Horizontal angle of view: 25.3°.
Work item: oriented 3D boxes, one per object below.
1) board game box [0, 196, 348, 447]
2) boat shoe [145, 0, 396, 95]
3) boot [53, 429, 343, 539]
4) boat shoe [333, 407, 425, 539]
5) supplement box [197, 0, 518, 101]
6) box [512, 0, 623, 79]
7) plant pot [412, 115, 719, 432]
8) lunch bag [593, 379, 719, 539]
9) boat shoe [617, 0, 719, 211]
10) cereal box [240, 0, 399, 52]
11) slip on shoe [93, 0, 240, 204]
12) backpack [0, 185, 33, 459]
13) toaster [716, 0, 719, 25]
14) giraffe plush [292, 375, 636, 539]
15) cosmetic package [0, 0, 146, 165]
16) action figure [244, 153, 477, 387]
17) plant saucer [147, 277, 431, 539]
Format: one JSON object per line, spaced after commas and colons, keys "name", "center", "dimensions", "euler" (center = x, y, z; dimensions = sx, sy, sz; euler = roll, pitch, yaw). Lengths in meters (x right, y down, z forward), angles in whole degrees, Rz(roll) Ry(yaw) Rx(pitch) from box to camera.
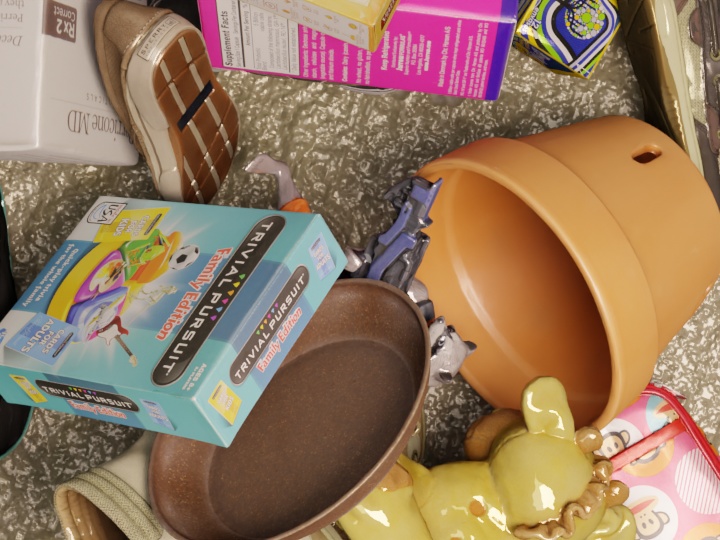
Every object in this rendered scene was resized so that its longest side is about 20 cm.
{"name": "board game box", "center": [-0.128, 0.025, 1.019], "dimensions": [0.199, 0.047, 0.151], "euler": [5, 50, 38]}
{"name": "boat shoe", "center": [-0.060, -0.163, 1.112], "dimensions": [0.199, 0.066, 0.070], "euler": [16, 91, 3]}
{"name": "boot", "center": [-0.092, 0.185, 1.019], "dimensions": [0.072, 0.155, 0.200], "euler": [-41, 87, 33]}
{"name": "boat shoe", "center": [0.005, 0.150, 1.113], "dimensions": [0.073, 0.063, 0.202], "euler": [5, 90, 4]}
{"name": "supplement box", "center": [0.000, -0.187, 1.034], "dimensions": [0.199, 0.103, 0.102], "euler": [8, 66, 1]}
{"name": "box", "center": [0.169, -0.233, 1.092], "dimensions": [0.064, 0.070, 0.201], "euler": [29, 92, -16]}
{"name": "plant pot", "center": [0.140, -0.009, 1.044], "dimensions": [0.140, 0.200, 0.201], "euler": [-30, 89, -28]}
{"name": "lunch bag", "center": [0.155, 0.168, 1.100], "dimensions": [0.199, 0.082, 0.177], "euler": [-31, 84, 5]}
{"name": "boat shoe", "center": [0.226, -0.113, 1.072], "dimensions": [0.066, 0.072, 0.202], "euler": [-21, 114, -6]}
{"name": "cereal box", "center": [-0.054, -0.232, 0.975], "dimensions": [0.199, 0.040, 0.145], "euler": [23, 71, 9]}
{"name": "slip on shoe", "center": [-0.131, -0.107, 1.063], "dimensions": [0.060, 0.200, 0.076], "euler": [29, 73, 18]}
{"name": "backpack", "center": [-0.310, 0.045, 1.077], "dimensions": [0.152, 0.176, 0.201], "euler": [-19, 90, 20]}
{"name": "toaster", "center": [0.307, -0.190, 1.061], "dimensions": [0.199, 0.129, 0.114], "euler": [34, 91, 2]}
{"name": "giraffe plush", "center": [0.075, 0.144, 0.999], "dimensions": [0.162, 0.173, 0.200], "euler": [-35, 50, -7]}
{"name": "cosmetic package", "center": [-0.245, -0.175, 1.060], "dimensions": [0.164, 0.165, 0.202], "euler": [3, 91, 15]}
{"name": "action figure", "center": [0.000, 0.000, 1.068], "dimensions": [0.193, 0.104, 0.201], "euler": [39, 116, 16]}
{"name": "plant saucer", "center": [-0.037, 0.092, 0.965], "dimensions": [0.200, 0.201, 0.037], "euler": [-36, 124, 3]}
